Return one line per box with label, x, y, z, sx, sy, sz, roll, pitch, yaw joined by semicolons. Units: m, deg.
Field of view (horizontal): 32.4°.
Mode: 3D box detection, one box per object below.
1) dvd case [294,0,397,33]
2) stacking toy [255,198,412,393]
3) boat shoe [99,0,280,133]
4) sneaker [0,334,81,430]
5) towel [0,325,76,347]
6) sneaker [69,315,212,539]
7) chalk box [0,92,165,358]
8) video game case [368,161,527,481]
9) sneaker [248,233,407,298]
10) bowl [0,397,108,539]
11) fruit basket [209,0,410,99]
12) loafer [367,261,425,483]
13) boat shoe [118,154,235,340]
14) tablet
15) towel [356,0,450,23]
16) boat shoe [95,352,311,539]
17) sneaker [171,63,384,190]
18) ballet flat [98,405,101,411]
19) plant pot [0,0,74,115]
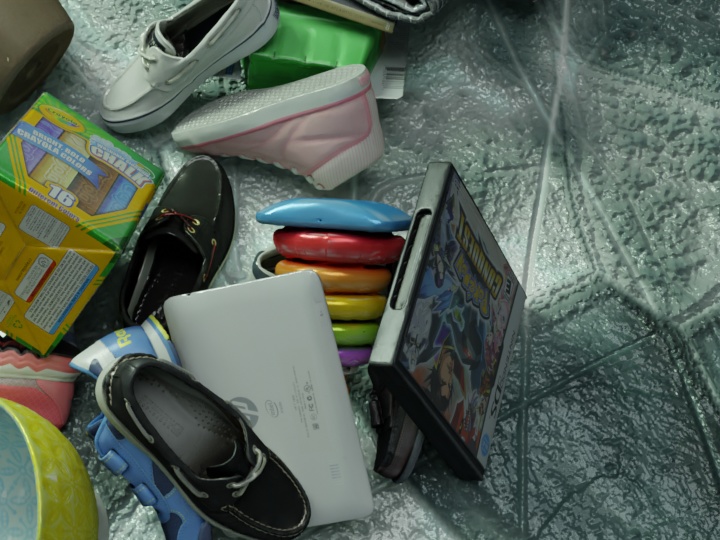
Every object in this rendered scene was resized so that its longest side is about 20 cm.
dvd case;-0.049;-0.293;1.176;0.199;0.016;0.149;19;37;1
stacking toy;-0.021;0.044;0.992;0.115;0.110;0.201;3;93;14
boat shoe;-0.167;-0.196;1.119;0.199;0.066;0.072;-26;59;21
sneaker;-0.324;0.094;0.985;0.199;0.074;0.087;7;98;-13
towel;-0.333;0.001;1.074;0.146;0.024;0.201;-12;64;-12
sneaker;-0.166;0.140;0.961;0.082;0.074;0.201;-16;90;-19
chalk box;-0.250;-0.049;1.015;0.123;0.125;0.200;34;26;-11
video game case;0.077;0.045;0.997;0.025;0.200;0.182;1;58;29
sneaker;0.000;0.000;1.077;0.199;0.071;0.073;-13;64;-11
bowl;-0.252;0.196;0.918;0.107;0.200;0.201;15;51;-47
fruit basket;-0.043;-0.242;1.205;0.184;0.094;0.201;8;46;-2
loafer;0.030;0.072;1.028;0.063;0.072;0.201;17;73;-13
boat shoe;-0.156;-0.020;1.081;0.073;0.063;0.202;12;61;5
tablet;-0.071;0.106;0.965;0.129;0.014;0.201;-11;99;13
towel;0.012;-0.316;1.153;0.199;0.086;0.166;28;39;9
boat shoe;-0.106;0.133;0.912;0.200;0.060;0.074;47;64;-16
sneaker;-0.071;-0.114;1.130;0.199;0.105;0.075;-11;28;20
ballet flat;-0.120;0.079;1.025;0.199;0.046;0.068;-19;108;-11
plant pot;-0.359;-0.238;1.122;0.174;0.200;0.201;40;65;-5
